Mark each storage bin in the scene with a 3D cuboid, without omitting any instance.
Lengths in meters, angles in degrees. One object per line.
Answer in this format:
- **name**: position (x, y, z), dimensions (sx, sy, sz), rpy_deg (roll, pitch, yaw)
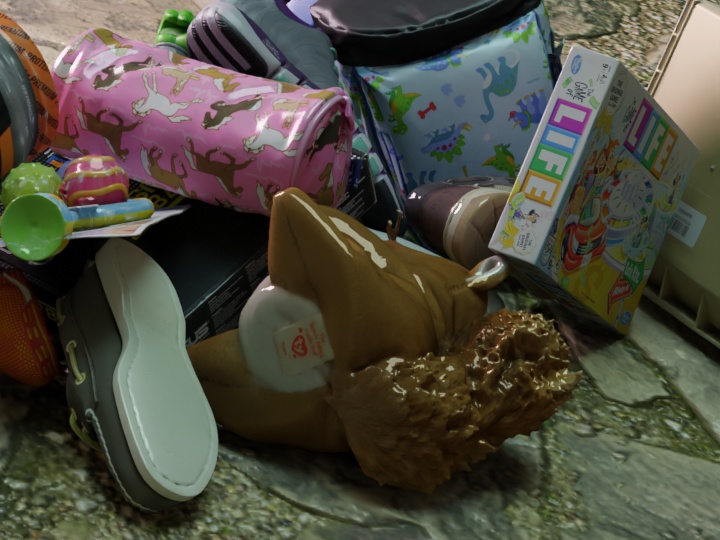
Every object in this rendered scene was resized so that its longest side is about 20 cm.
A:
- **storage bin**: position (0.268, -0.058, 1.810), dimensions (0.093, 0.200, 0.200), rpy_deg (16, 14, -33)

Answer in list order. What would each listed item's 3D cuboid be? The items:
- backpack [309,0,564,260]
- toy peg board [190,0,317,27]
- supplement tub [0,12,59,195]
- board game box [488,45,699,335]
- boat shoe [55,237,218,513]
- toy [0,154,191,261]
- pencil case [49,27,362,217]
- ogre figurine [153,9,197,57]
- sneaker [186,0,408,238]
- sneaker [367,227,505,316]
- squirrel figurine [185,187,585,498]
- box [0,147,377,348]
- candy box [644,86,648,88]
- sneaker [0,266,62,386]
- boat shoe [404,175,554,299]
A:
- **backpack**: position (0.069, -0.097, 1.826), dimensions (0.162, 0.201, 0.154), rpy_deg (-17, 38, -11)
- **toy peg board**: position (-0.011, -0.175, 1.954), dimensions (0.200, 0.098, 0.199), rpy_deg (44, 11, 34)
- **supplement tub**: position (-0.278, -0.072, 1.560), dimensions (0.122, 0.123, 0.200), rpy_deg (23, 41, 34)
- **board game box**: position (0.150, -0.046, 1.697), dimensions (0.034, 0.135, 0.200), rpy_deg (20, -5, 25)
- **boat shoe**: position (-0.128, 0.066, 1.488), dimensions (0.072, 0.060, 0.202), rpy_deg (35, 24, -34)
- **toy**: position (-0.168, -0.041, 1.537), dimensions (0.114, 0.048, 0.200), rpy_deg (-5, 8, 5)
- **pencil case**: position (-0.098, -0.088, 1.628), dimensions (0.199, 0.083, 0.086), rpy_deg (16, 18, 28)
- **ogre figurine**: position (-0.089, -0.080, 1.809), dimensions (0.120, 0.200, 0.098), rpy_deg (-41, 6, -27)
- **sneaker**: position (-0.023, -0.109, 1.751), dimensions (0.074, 0.200, 0.088), rpy_deg (-20, 25, 45)
- **sneaker**: position (0.000, 0.000, 1.735), dimensions (0.199, 0.076, 0.088), rpy_deg (25, 15, 18)
- **squirrel figurine**: position (0.027, 0.048, 1.557), dimensions (0.200, 0.142, 0.186), rpy_deg (36, 20, 25)
- **box**: position (-0.125, -0.032, 1.666), dimensions (0.192, 0.048, 0.200), rpy_deg (23, 52, 36)
- **candy box**: position (0.242, -0.081, 2.030), dimensions (0.199, 0.072, 0.168), rpy_deg (-1, 22, -24)
- **sneaker**: position (-0.237, 0.027, 1.575), dimensions (0.077, 0.073, 0.200), rpy_deg (-29, 33, -25)
- **boat shoe**: position (0.094, -0.028, 1.730), dimensions (0.065, 0.072, 0.200), rpy_deg (31, 11, 28)
